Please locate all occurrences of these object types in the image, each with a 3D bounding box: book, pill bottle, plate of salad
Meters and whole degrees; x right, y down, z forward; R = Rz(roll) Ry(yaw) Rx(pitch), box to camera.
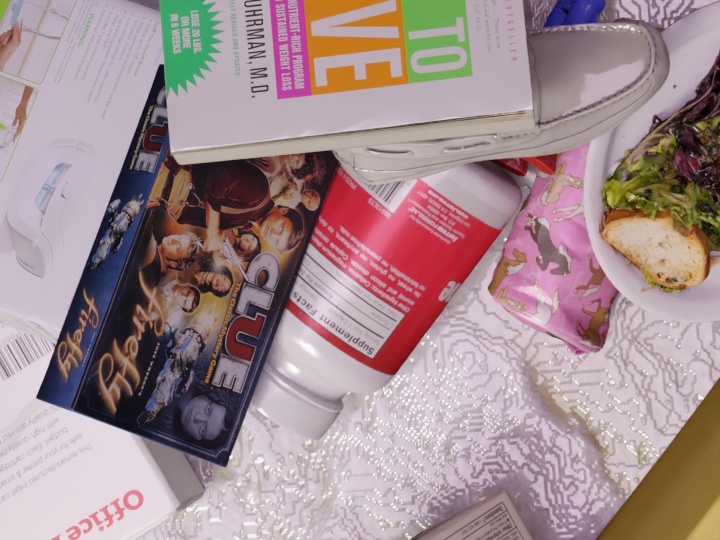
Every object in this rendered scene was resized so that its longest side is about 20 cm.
[{"bbox_3d":[-0.009,-0.136,1.344,0.198,0.048,0.135,-6,80,4],"label":"book"},{"bbox_3d":[0.000,0.000,1.500,0.112,0.112,0.201,38,100,6],"label":"pill bottle"},{"bbox_3d":[0.222,-0.061,1.449,0.198,0.048,0.202,-9,112,-24],"label":"plate of salad"}]

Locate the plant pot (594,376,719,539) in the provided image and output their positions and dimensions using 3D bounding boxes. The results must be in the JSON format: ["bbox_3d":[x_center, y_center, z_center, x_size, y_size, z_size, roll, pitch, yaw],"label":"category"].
[{"bbox_3d":[0.248,0.185,1.437,0.199,0.176,0.201,38,97,6],"label":"plant pot"}]

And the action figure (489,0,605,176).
[{"bbox_3d":[0.110,-0.168,1.460,0.099,0.065,0.201,30,78,-23],"label":"action figure"}]

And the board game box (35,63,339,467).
[{"bbox_3d":[-0.096,0.000,1.413,0.034,0.135,0.202,15,84,42],"label":"board game box"}]

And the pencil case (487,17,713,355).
[{"bbox_3d":[0.150,-0.051,1.491,0.086,0.083,0.201,27,95,5],"label":"pencil case"}]

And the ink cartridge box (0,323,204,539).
[{"bbox_3d":[-0.213,0.097,1.553,0.145,0.084,0.201,-31,87,8],"label":"ink cartridge box"}]

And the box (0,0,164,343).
[{"bbox_3d":[-0.187,-0.067,1.467,0.175,0.097,0.202,18,81,13],"label":"box"}]

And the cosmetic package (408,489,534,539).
[{"bbox_3d":[0.083,0.251,1.492,0.087,0.103,0.201,-33,84,50],"label":"cosmetic package"}]

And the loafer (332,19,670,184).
[{"bbox_3d":[0.076,-0.098,1.388,0.198,0.070,0.070,-19,72,12],"label":"loafer"}]

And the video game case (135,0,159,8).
[{"bbox_3d":[-0.180,-0.117,1.552,0.198,0.017,0.144,0,98,18],"label":"video game case"}]
